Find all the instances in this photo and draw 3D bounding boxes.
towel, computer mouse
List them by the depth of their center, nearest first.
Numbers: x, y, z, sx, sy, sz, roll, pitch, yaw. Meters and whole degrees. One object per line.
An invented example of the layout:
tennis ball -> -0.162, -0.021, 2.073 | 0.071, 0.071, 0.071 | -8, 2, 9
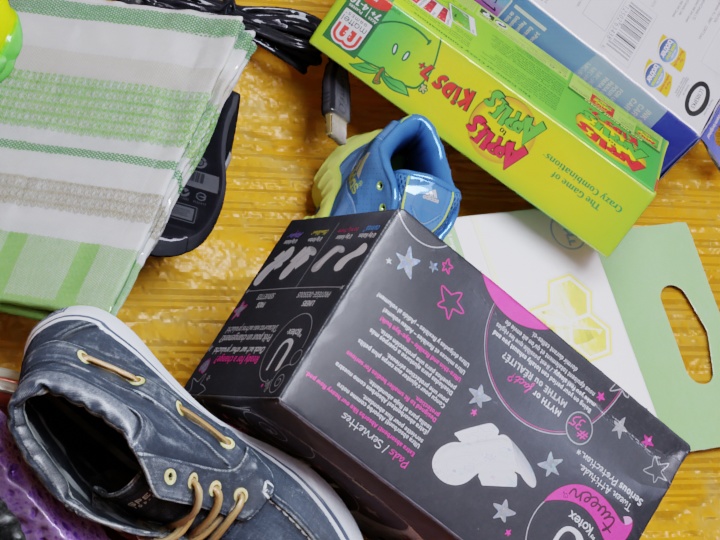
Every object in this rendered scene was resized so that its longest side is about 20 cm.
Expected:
towel -> -0.152, -0.057, 1.410 | 0.148, 0.031, 0.201 | 9, 55, 21
computer mouse -> -0.076, -0.069, 1.481 | 0.140, 0.046, 0.201 | 12, 49, -11

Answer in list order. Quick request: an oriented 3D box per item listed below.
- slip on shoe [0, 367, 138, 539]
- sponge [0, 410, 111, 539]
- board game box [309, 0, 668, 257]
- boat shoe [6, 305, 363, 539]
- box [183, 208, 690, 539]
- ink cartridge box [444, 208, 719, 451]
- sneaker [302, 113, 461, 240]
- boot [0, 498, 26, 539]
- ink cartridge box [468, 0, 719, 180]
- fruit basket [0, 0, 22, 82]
slip on shoe -> -0.138, 0.108, 1.345 | 0.200, 0.074, 0.061 | 35, 57, -14
sponge -> -0.172, 0.136, 1.284 | 0.200, 0.112, 0.030 | 50, 31, 4
board game box -> 0.073, -0.097, 1.526 | 0.200, 0.048, 0.102 | 36, 22, -3
boat shoe -> -0.083, 0.105, 1.278 | 0.200, 0.071, 0.091 | 40, 20, -11
box -> 0.034, 0.075, 1.360 | 0.200, 0.132, 0.115 | 39, 73, -19
ink cartridge box -> 0.134, 0.036, 1.540 | 0.199, 0.048, 0.146 | -7, 68, -28
sneaker -> 0.000, 0.000, 1.449 | 0.075, 0.105, 0.201 | 20, 57, -17
boot -> -0.195, 0.178, 1.219 | 0.158, 0.079, 0.211 | -43, 88, 4
ink cartridge box -> 0.152, -0.142, 1.621 | 0.200, 0.076, 0.137 | 36, 52, -5
fruit basket -> -0.253, -0.168, 1.341 | 0.215, 0.216, 0.156 | 19, 58, -18
